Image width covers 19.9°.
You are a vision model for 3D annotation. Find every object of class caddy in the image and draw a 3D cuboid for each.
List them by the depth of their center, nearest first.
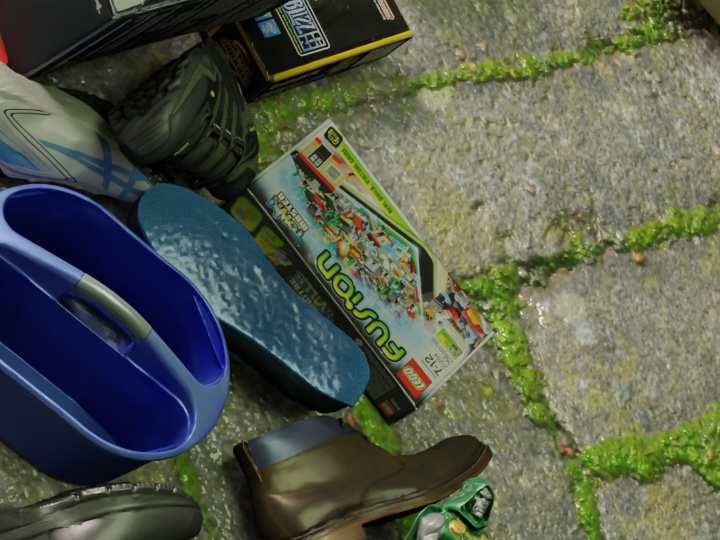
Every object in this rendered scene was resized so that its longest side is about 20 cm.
[{"bbox_3d":[-0.174,0.038,1.272,0.200,0.105,0.142,40,50,-15],"label":"caddy"}]

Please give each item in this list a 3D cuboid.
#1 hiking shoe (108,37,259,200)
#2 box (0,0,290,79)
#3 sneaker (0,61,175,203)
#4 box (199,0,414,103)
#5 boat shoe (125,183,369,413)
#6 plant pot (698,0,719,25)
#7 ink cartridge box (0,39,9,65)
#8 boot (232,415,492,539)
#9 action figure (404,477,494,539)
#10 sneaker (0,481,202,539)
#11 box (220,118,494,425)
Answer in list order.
[{"bbox_3d":[-0.104,-0.094,1.377,0.101,0.076,0.200,54,17,-9],"label":"hiking shoe"},{"bbox_3d":[-0.125,-0.220,1.338,0.198,0.200,0.124,-20,93,-28],"label":"box"},{"bbox_3d":[-0.205,-0.084,1.351,0.200,0.073,0.072,26,24,-40],"label":"sneaker"},{"bbox_3d":[-0.070,-0.236,1.539,0.159,0.049,0.201,-23,83,-41],"label":"box"},{"bbox_3d":[-0.087,0.031,1.375,0.200,0.069,0.084,48,56,-6],"label":"boat shoe"},{"bbox_3d":[0.395,-0.253,1.840,0.200,0.187,0.187,57,45,-18],"label":"plant pot"},{"bbox_3d":[-0.302,-0.212,1.346,0.200,0.050,0.161,31,52,-19],"label":"ink cartridge box"},{"bbox_3d":[0.004,0.127,1.387,0.200,0.075,0.097,-24,86,-41],"label":"boot"},{"bbox_3d":[0.047,0.230,1.343,0.118,0.055,0.201,29,71,-37],"label":"action figure"},{"bbox_3d":[-0.183,0.177,1.228,0.199,0.076,0.091,-7,82,-33],"label":"sneaker"},{"bbox_3d":[0.000,0.000,1.477,0.200,0.035,0.110,52,47,-4],"label":"box"}]
